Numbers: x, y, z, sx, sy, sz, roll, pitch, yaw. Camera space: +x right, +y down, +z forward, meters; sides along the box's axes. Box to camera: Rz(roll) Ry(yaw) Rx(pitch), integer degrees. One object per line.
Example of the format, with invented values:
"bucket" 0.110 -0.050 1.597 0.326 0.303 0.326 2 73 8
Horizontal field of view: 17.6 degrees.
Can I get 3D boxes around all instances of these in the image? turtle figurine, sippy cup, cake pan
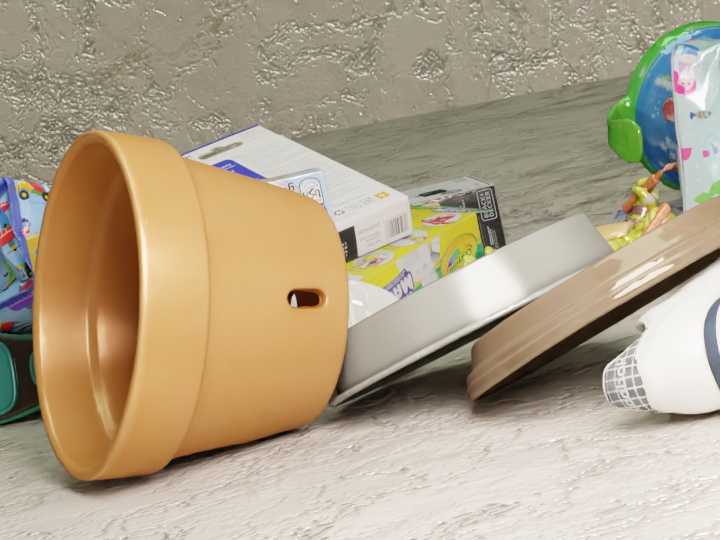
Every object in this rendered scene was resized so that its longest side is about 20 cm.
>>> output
"turtle figurine" 0.161 -0.013 1.603 0.161 0.065 0.200 -17 13 25
"sippy cup" 0.290 -0.116 1.787 0.178 0.140 0.130 -44 23 -4
"cake pan" 0.064 0.021 1.379 0.200 0.037 0.200 -27 -4 -2

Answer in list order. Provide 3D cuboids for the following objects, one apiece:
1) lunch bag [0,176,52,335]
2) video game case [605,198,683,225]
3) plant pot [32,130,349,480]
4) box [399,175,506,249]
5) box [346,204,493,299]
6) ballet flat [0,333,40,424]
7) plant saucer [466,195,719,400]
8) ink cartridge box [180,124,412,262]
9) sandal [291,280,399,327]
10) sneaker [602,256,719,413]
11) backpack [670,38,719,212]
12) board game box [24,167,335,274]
"lunch bag" -0.243 0.029 1.702 0.150 0.094 0.200 8 -36 -44
"video game case" 0.271 -0.037 1.760 0.182 0.022 0.200 -10 7 13
"plant pot" -0.097 0.022 1.354 0.140 0.201 0.200 2 0 -26
"box" 0.013 -0.026 1.953 0.200 0.060 0.117 -13 8 -8
"box" 0.000 0.000 1.674 0.117 0.048 0.200 7 29 42
"ballet flat" -0.231 0.076 1.638 0.200 0.068 0.070 -11 -17 10
"plant saucer" 0.141 0.012 1.304 0.200 0.030 0.200 -30 -7 -4
"ink cartridge box" -0.058 -0.054 1.699 0.095 0.037 0.200 -24 33 -28
"sandal" -0.062 0.058 1.469 0.202 0.083 0.050 -17 -34 -20
"sneaker" 0.190 0.028 1.243 0.080 0.077 0.200 -19 3 25
"backpack" 0.293 -0.090 1.541 0.150 0.178 0.200 -2 8 30
"board game box" -0.108 0.019 1.528 0.200 0.135 0.034 -14 8 -7
